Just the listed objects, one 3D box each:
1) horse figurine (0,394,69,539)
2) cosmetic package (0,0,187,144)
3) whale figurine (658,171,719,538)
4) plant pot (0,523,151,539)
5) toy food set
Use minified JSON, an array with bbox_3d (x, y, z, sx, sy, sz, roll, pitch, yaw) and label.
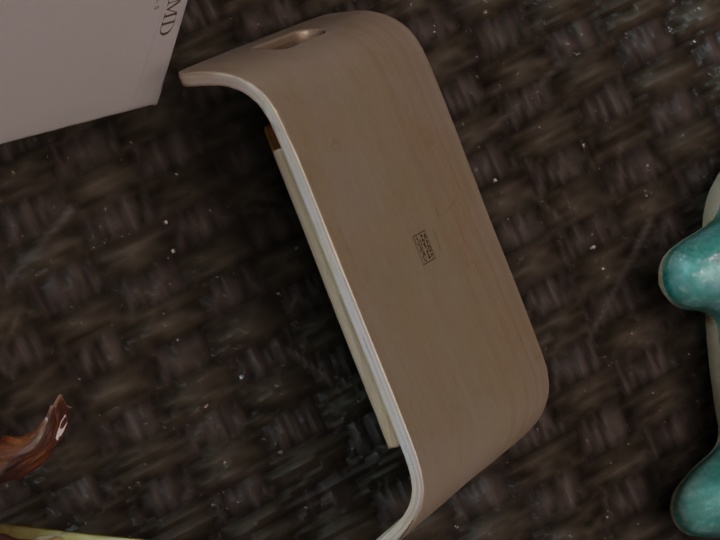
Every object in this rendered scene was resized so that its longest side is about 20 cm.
[{"bbox_3d":[-0.193,0.106,0.970,0.200,0.132,0.050,-30,111,-37],"label":"horse figurine"},{"bbox_3d":[-0.158,-0.104,0.971,0.199,0.108,0.085,-19,49,-41],"label":"cosmetic package"},{"bbox_3d":[0.201,0.028,1.138,0.158,0.104,0.201,25,79,-17],"label":"whale figurine"},{"bbox_3d":[-0.023,0.196,1.013,0.199,0.194,0.197,3,86,-28],"label":"plant pot"},{"bbox_3d":[0.000,0.000,1.067,0.143,0.060,0.201,-30,99,-63],"label":"toy food set"}]
